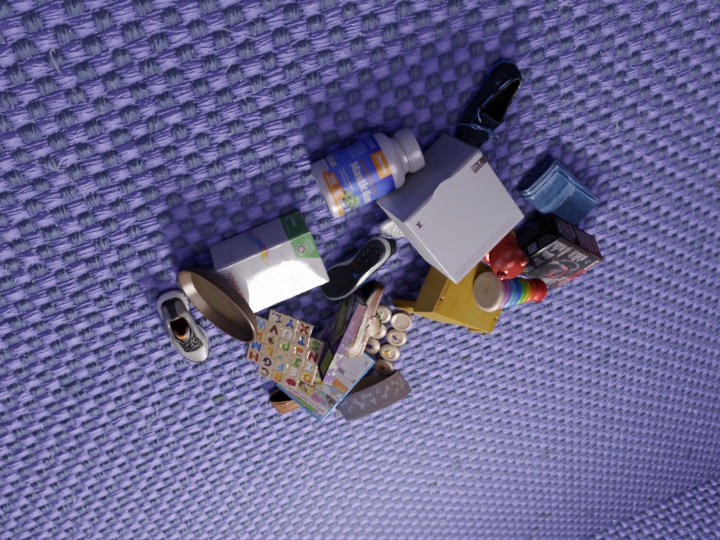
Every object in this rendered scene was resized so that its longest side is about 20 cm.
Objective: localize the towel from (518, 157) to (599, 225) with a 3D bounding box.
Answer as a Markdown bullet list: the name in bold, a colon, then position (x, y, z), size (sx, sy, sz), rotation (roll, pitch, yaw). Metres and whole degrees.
- **towel**: position (0.448, -0.169, 1.599), size (0.199, 0.049, 0.112), rotation (28, 114, -39)

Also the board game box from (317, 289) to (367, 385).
- **board game box**: position (-0.045, 0.137, 1.560), size (0.032, 0.120, 0.201), rotation (18, 108, -23)

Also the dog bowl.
- **dog bowl**: position (0.024, 0.302, 1.735), size (0.199, 0.200, 0.059), rotation (-22, 90, 0)

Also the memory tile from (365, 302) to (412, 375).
- **memory tile**: position (0.029, 0.157, 1.660), size (0.152, 0.017, 0.201), rotation (19, 124, 1)

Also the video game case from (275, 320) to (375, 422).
- **video game case**: position (-0.082, 0.238, 1.658), size (0.143, 0.018, 0.200), rotation (41, 97, -6)

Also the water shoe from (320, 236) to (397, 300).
- **water shoe**: position (0.000, 0.000, 1.521), size (0.200, 0.072, 0.079), rotation (-35, 168, 30)

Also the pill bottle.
- **pill bottle**: position (0.016, -0.190, 1.336), size (0.199, 0.112, 0.112), rotation (-26, 135, -1)

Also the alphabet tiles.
- **alphabet tiles**: position (-0.170, 0.179, 1.579), size (0.165, 0.006, 0.201), rotation (21, 126, 6)

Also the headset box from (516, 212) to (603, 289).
- **headset box**: position (0.461, -0.038, 1.674), size (0.199, 0.075, 0.148), rotation (20, 137, -36)

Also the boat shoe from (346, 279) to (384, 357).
- **boat shoe**: position (0.010, 0.113, 1.587), size (0.073, 0.076, 0.201), rotation (20, 117, -17)

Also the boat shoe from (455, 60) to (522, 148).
- **boat shoe**: position (0.243, -0.305, 1.370), size (0.084, 0.069, 0.201), rotation (1, 130, -25)

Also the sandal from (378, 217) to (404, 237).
- **sandal**: position (0.124, -0.121, 1.495), size (0.201, 0.050, 0.083), rotation (-18, 151, -16)

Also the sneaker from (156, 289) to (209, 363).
- **sneaker**: position (-0.365, 0.133, 1.467), size (0.073, 0.080, 0.201), rotation (-23, 136, -7)

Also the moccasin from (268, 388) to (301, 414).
- **moccasin**: position (-0.128, 0.276, 1.713), size (0.200, 0.074, 0.078), rotation (-23, 144, 9)

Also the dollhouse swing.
- **dollhouse swing**: position (0.203, 0.046, 1.632), size (0.199, 0.176, 0.183), rotation (19, 97, -36)

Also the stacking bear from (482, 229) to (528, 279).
- **stacking bear**: position (0.285, -0.059, 1.512), size (0.121, 0.201, 0.114), rotation (-30, 135, 3)

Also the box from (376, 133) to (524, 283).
- **box**: position (0.177, -0.122, 1.394), size (0.199, 0.131, 0.200), rotation (-44, 124, 0)

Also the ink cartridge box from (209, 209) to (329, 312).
- **ink cartridge box**: position (-0.182, -0.012, 1.418), size (0.199, 0.088, 0.146), rotation (-25, 134, -5)

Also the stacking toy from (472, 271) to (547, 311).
- **stacking toy**: position (0.344, 0.042, 1.570), size (0.199, 0.086, 0.086), rotation (-2, 131, -39)

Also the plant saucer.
- **plant saucer**: position (-0.276, 0.065, 1.392), size (0.030, 0.199, 0.201), rotation (-50, 142, -26)
